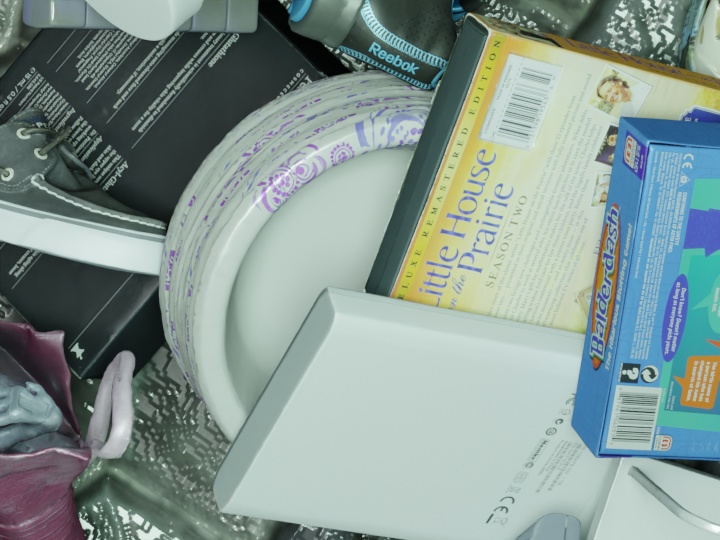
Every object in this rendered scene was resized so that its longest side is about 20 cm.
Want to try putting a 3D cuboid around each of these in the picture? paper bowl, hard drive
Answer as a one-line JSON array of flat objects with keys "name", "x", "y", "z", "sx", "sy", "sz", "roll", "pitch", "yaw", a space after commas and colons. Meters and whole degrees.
[{"name": "paper bowl", "x": 0.000, "y": 0.000, "z": 1.410, "sx": 0.201, "sy": 0.200, "sz": 0.104, "roll": -56, "pitch": 31, "yaw": 9}, {"name": "hard drive", "x": 0.046, "y": 0.077, "z": 1.372, "sx": 0.132, "sy": 0.199, "sz": 0.027, "roll": -59, "pitch": 34, "yaw": 33}]

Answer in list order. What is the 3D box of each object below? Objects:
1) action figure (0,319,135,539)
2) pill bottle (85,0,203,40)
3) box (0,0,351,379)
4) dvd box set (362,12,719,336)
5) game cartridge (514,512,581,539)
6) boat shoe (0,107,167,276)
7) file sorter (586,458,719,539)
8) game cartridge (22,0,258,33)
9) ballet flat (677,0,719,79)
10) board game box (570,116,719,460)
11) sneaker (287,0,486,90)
[{"name": "action figure", "x": -0.167, "y": 0.108, "z": 1.475, "sx": 0.148, "sy": 0.134, "sz": 0.201, "roll": -3, "pitch": 131, "yaw": 7}, {"name": "pill bottle", "x": -0.051, "y": -0.200, "z": 1.329, "sx": 0.112, "sy": 0.112, "sz": 0.200, "roll": 37, "pitch": 65, "yaw": 14}, {"name": "box", "x": -0.113, "y": -0.063, "z": 1.489, "sx": 0.141, "sy": 0.079, "sz": 0.200, "roll": 45, "pitch": 101, "yaw": 17}, {"name": "dvd box set", "x": 0.113, "y": -0.029, "z": 1.363, "sx": 0.029, "sy": 0.199, "sz": 0.147, "roll": 47, "pitch": 121, "yaw": 57}, {"name": "game cartridge", "x": 0.061, "y": 0.228, "z": 1.379, "sx": 0.041, "sy": 0.133, "sz": 0.201, "roll": 15, "pitch": 60, "yaw": -11}, {"name": "boat shoe", "x": -0.173, "y": -0.050, "z": 1.436, "sx": 0.199, "sy": 0.070, "sz": 0.067, "roll": 18, "pitch": 93, "yaw": 28}, {"name": "file sorter", "x": 0.166, "y": 0.207, "z": 1.349, "sx": 0.138, "sy": 0.125, "sz": 0.201, "roll": 17, "pitch": 94, "yaw": -12}, {"name": "game cartridge", "x": -0.099, "y": -0.214, "z": 1.381, "sx": 0.038, "sy": 0.129, "sz": 0.202, "roll": 9, "pitch": 98, "yaw": 46}, {"name": "ballet flat", "x": 0.194, "y": -0.143, "z": 1.400, "sx": 0.074, "sy": 0.074, "sz": 0.201, "roll": 15, "pitch": 94, "yaw": 17}, {"name": "board game box", "x": 0.206, "y": 0.013, "z": 1.336, "sx": 0.199, "sy": 0.045, "sz": 0.153, "roll": 4, "pitch": 108, "yaw": -15}, {"name": "sneaker", "x": 0.030, "y": -0.160, "z": 1.411, "sx": 0.082, "sy": 0.200, "sz": 0.073, "roll": 32, "pitch": 136, "yaw": -6}]
